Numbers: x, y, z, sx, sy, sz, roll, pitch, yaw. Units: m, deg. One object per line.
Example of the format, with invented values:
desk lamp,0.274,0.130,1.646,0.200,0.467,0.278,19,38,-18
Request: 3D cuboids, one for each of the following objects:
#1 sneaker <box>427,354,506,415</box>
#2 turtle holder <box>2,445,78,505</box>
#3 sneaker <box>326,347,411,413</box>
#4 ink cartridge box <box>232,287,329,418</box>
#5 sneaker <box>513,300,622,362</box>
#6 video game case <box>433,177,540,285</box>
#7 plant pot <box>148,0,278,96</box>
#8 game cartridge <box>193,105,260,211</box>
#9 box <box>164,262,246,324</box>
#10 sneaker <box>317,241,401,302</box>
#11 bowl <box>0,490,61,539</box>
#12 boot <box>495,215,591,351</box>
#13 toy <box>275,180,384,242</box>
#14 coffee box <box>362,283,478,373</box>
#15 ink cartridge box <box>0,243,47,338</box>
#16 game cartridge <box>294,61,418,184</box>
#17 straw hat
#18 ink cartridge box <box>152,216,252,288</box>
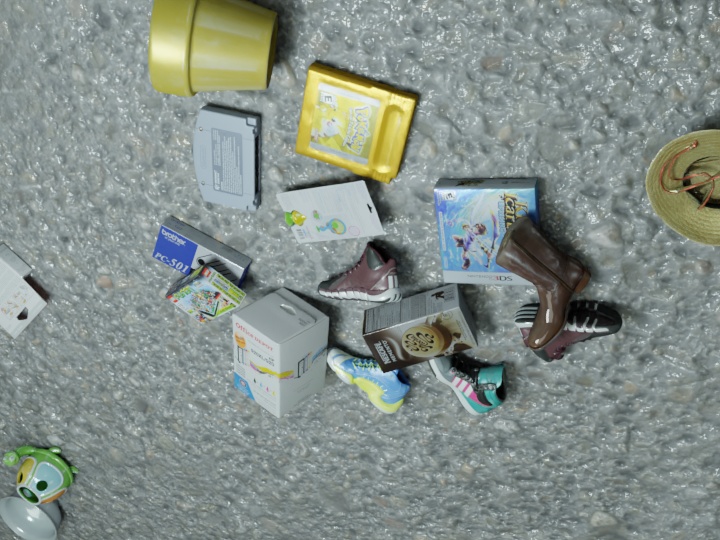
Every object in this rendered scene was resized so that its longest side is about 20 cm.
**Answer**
sneaker,0.229,0.209,1.573,0.121,0.084,0.200,-25,118,37
turtle holder,-0.914,0.579,2.224,0.141,0.132,0.186,-4,120,24
sneaker,0.025,0.212,1.677,0.200,0.076,0.105,40,108,-6
ink cartridge box,-0.169,0.170,1.641,0.147,0.145,0.200,29,130,32
sneaker,0.396,0.122,1.471,0.200,0.076,0.116,2,128,32
video game case,0.234,-0.068,1.420,0.181,0.045,0.200,1,121,19
plant pot,-0.241,-0.388,1.318,0.188,0.201,0.201,8,125,-4
game cartridge,-0.260,-0.219,1.520,0.133,0.040,0.200,12,125,9
box,-0.335,0.053,1.672,0.110,0.035,0.200,39,148,-18
sneaker,0.000,0.000,1.542,0.200,0.076,0.116,3,94,38
bowl,-0.988,0.731,2.377,0.201,0.090,0.201,10,125,15
boot,0.293,0.024,1.366,0.200,0.187,0.064,32,176,-31
toy,-0.054,-0.118,1.498,0.200,0.047,0.115,-7,122,28
coffee box,0.116,0.114,1.526,0.200,0.080,0.113,-18,125,16
ink cartridge box,-0.865,0.054,1.922,0.176,0.045,0.200,46,126,-11
game cartridge,-0.011,-0.260,1.399,0.200,0.032,0.177,20,126,9
straw hat,0.556,-0.145,1.222,0.201,0.085,0.202,11,121,20
ink cartridge box,-0.339,-0.026,1.667,0.200,0.044,0.094,29,126,1
